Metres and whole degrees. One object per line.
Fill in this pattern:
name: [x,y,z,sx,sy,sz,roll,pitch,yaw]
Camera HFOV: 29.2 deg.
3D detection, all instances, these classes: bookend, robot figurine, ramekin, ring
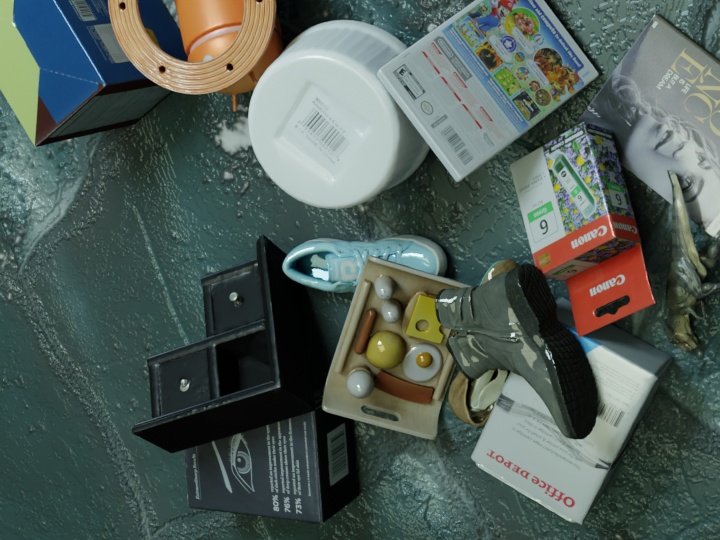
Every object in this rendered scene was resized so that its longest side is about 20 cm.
bookend: [-0.170,0.090,1.653,0.198,0.092,0.201,-18,61,19]
robot figurine: [-0.152,-0.291,1.591,0.143,0.117,0.201,-17,77,19]
ramekin: [-0.026,-0.165,1.515,0.200,0.098,0.201,9,116,19]
ring: [-0.184,-0.294,1.515,0.200,0.019,0.201,5,105,19]

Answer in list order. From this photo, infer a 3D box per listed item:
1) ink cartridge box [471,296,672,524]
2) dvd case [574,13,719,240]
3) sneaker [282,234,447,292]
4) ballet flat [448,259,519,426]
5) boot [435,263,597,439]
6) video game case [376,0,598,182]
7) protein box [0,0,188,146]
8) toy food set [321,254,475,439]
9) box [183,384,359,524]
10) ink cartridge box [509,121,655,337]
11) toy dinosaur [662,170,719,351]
ink cartridge box: [0.233,0.155,1.538,0.145,0.084,0.200,30,113,17]
dvd case: [0.343,-0.149,1.448,0.200,0.016,0.149,40,117,12]
sneaker: [0.000,0.000,1.621,0.199,0.082,0.074,-2,102,27]
ballet flat: [0.150,0.089,1.556,0.068,0.072,0.201,10,111,-22]
boot: [0.166,0.096,1.488,0.130,0.068,0.201,-24,89,41]
video game case: [0.135,-0.206,1.454,0.200,0.018,0.143,-37,90,-16]
protein box: [-0.335,-0.278,1.656,0.135,0.200,0.199,-33,87,29]
toy food set: [0.050,0.090,1.595,0.143,0.060,0.201,16,112,-8]
box: [-0.114,0.220,1.720,0.199,0.104,0.149,3,103,27]
ink cartridge box: [0.232,-0.042,1.459,0.109,0.050,0.201,-29,63,40]
toy dinosaur: [0.357,-0.002,1.449,0.088,0.047,0.201,9,109,37]
